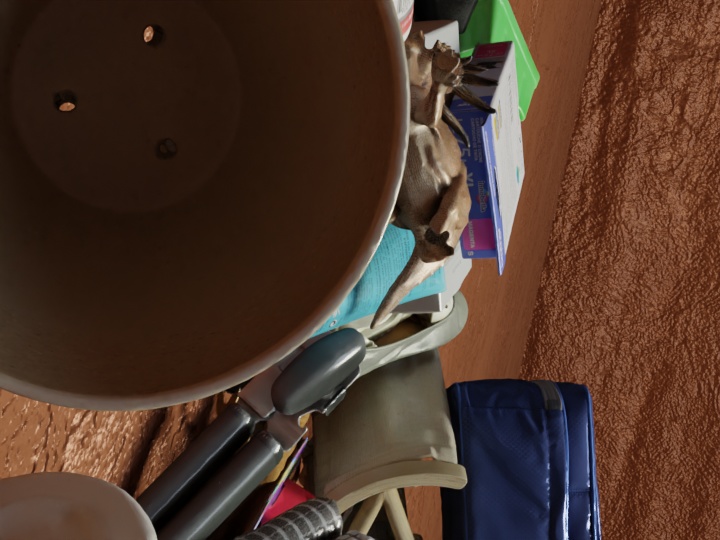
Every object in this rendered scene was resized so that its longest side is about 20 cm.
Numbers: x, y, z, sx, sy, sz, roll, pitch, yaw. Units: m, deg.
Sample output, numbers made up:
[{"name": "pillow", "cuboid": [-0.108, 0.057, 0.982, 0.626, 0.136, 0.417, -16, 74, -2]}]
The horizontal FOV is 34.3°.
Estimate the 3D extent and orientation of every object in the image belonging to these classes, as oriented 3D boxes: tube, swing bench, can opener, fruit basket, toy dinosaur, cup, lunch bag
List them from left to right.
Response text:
[{"name": "cup", "cuboid": [-0.091, -0.065, 0.448, 0.143, 0.197, 0.204, -134, -125, -75]}, {"name": "can opener", "cuboid": [-0.077, 0.107, 0.749, 0.200, 0.052, 0.067, -46, 159, -17]}, {"name": "toy dinosaur", "cuboid": [-0.074, 0.138, 0.832, 0.201, 0.060, 0.106, -56, 152, -10]}, {"name": "tube", "cuboid": [0.000, 0.000, 0.765, 0.199, 0.050, 0.079, -21, 117, -48]}, {"name": "swing bench", "cuboid": [0.010, 0.175, 1.004, 0.200, 0.127, 0.203, -95, -173, -56]}, {"name": "toy dinosaur", "cuboid": [0.041, -0.068, 0.741, 0.135, 0.084, 0.204, -17, 105, -70]}, {"name": "fruit basket", "cuboid": [0.109, -0.242, 1.135, 0.186, 0.092, 0.203, 54, 26, -48]}, {"name": "lunch bag", "cuboid": [0.139, 0.193, 0.985, 0.136, 0.130, 0.204, 116, -27, -81]}]

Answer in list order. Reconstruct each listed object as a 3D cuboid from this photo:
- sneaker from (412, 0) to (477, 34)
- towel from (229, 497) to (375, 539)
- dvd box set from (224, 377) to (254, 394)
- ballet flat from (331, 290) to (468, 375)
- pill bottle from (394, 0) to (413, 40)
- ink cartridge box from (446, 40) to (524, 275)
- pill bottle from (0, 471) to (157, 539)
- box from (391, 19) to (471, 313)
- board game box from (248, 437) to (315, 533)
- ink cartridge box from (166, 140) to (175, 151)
[{"name": "sneaker", "cuboid": [0.060, -0.274, 0.913, 0.202, 0.110, 0.074, 90, 20, -44]}, {"name": "towel", "cuboid": [-0.087, 0.262, 0.781, 0.165, 0.085, 0.202, -18, 136, -54]}, {"name": "dvd box set", "cuboid": [-0.048, 0.002, 0.926, 0.200, 0.029, 0.149, -34, 136, -70]}, {"name": "ballet flat", "cuboid": [0.034, 0.037, 0.966, 0.199, 0.067, 0.064, -23, 149, -44]}, {"name": "pill bottle", "cuboid": [-0.022, -0.224, 0.644, 0.116, 0.114, 0.203, -58, 157, -48]}, {"name": "ink cartridge box", "cuboid": [0.099, -0.092, 0.914, 0.201, 0.041, 0.121, -69, 153, -61]}, {"name": "pill bottle", "cuboid": [-0.151, 0.209, 0.572, 0.111, 0.109, 0.203, -55, 155, -53]}, {"name": "box", "cuboid": [0.024, -0.082, 0.896, 0.124, 0.096, 0.204, -44, 131, -67]}, {"name": "board game box", "cuboid": [-0.069, 0.218, 0.905, 0.159, 0.039, 0.200, -59, 176, -20]}, {"name": "ink cartridge box", "cuboid": [-0.063, -0.041, 0.730, 0.200, 0.043, 0.176, -48, 144, -45]}]
